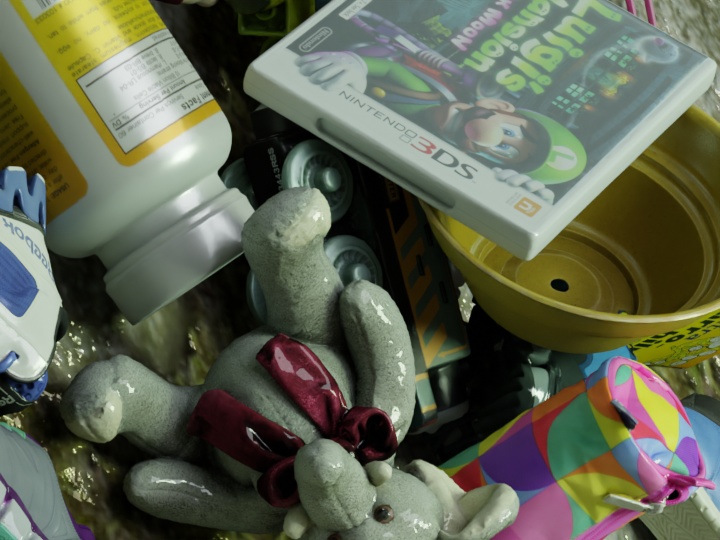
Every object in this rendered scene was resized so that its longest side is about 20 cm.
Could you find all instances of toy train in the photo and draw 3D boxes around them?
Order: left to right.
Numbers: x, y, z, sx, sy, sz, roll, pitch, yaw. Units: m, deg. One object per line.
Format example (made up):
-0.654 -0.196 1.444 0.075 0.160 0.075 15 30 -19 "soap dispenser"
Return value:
0.000 0.000 1.510 0.114 0.085 0.201 -17 92 -39 "toy train"

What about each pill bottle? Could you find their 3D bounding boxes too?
-0.134 -0.078 1.413 0.200 0.113 0.113 56 32 -1 "pill bottle"

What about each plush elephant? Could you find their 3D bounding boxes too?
-0.021 0.096 1.364 0.155 0.165 0.200 46 -8 48 "plush elephant"

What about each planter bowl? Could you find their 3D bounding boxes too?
0.114 -0.017 1.507 0.200 0.084 0.201 8 43 -7 "planter bowl"

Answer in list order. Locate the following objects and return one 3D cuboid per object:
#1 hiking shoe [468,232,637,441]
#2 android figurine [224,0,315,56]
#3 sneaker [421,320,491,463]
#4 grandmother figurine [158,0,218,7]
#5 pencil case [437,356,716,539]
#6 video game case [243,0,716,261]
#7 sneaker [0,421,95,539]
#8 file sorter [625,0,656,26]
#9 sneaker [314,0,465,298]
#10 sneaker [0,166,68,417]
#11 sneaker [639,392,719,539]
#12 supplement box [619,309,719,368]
0.111 0.038 1.579 0.087 0.074 0.200 27 42 -16 "hiking shoe"
-0.035 -0.201 1.643 0.200 0.041 0.183 -26 119 -72 "android figurine"
0.068 0.108 1.576 0.081 0.074 0.200 31 32 -25 "sneaker"
-0.128 -0.185 1.572 0.121 0.061 0.200 35 31 17 "grandmother figurine"
0.082 0.122 1.447 0.088 0.200 0.089 41 29 -28 "pencil case"
0.067 -0.104 1.506 0.182 0.023 0.200 32 45 17 "video game case"
-0.186 0.081 1.261 0.200 0.074 0.088 58 20 -19 "sneaker"
0.091 -0.152 1.724 0.200 0.125 0.139 -49 129 -57 "file sorter"
0.002 -0.069 1.592 0.089 0.078 0.201 -9 88 -39 "sneaker"
-0.195 0.013 1.284 0.199 0.080 0.115 0 61 -55 "sneaker"
0.237 0.165 1.733 0.111 0.077 0.200 -21 74 -48 "sneaker"
0.179 -0.011 1.770 0.200 0.109 0.110 6 62 -53 "supplement box"
